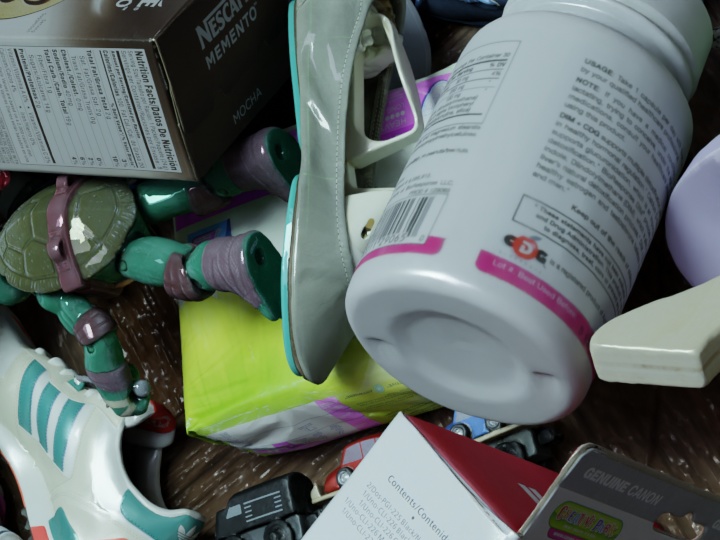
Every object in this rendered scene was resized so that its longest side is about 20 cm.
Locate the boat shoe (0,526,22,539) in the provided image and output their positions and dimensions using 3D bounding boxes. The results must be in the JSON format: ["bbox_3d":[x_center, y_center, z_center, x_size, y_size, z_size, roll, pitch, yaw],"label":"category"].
[{"bbox_3d":[-0.158,0.227,1.257,0.067,0.074,0.201,-9,90,23],"label":"boat shoe"}]

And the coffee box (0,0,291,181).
[{"bbox_3d":[-0.145,-0.109,1.211,0.199,0.080,0.113,4,36,29],"label":"coffee box"}]

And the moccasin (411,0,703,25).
[{"bbox_3d":[0.079,-0.165,1.222,0.199,0.068,0.081,4,78,38],"label":"moccasin"}]

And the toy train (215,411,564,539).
[{"bbox_3d":[0.010,0.102,1.203,0.199,0.034,0.046,-22,69,28],"label":"toy train"}]

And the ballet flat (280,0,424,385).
[{"bbox_3d":[-0.002,-0.047,1.162,0.063,0.067,0.201,-5,71,15],"label":"ballet flat"}]

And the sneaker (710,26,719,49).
[{"bbox_3d":[0.203,-0.105,1.125,0.088,0.077,0.201,-28,54,39],"label":"sneaker"}]

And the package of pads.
[{"bbox_3d":[0.000,0.000,1.225,0.199,0.068,0.155,-19,64,30],"label":"package of pads"}]

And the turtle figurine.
[{"bbox_3d":[-0.121,-0.006,1.218,0.199,0.101,0.150,-13,68,31],"label":"turtle figurine"}]

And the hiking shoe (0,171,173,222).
[{"bbox_3d":[-0.101,-0.069,1.331,0.200,0.074,0.087,-39,83,16],"label":"hiking shoe"}]

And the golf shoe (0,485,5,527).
[{"bbox_3d":[-0.228,0.111,1.355,0.091,0.075,0.201,-2,81,26],"label":"golf shoe"}]

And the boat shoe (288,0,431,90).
[{"bbox_3d":[-0.046,-0.155,1.258,0.200,0.065,0.074,44,84,-8],"label":"boat shoe"}]

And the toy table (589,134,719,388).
[{"bbox_3d":[0.201,0.009,1.013,0.199,0.184,0.117,-10,28,39],"label":"toy table"}]

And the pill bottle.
[{"bbox_3d":[0.081,-0.042,1.103,0.113,0.113,0.200,4,56,36],"label":"pill bottle"}]

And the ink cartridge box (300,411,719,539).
[{"bbox_3d":[0.069,0.137,1.047,0.176,0.200,0.084,-52,52,10],"label":"ink cartridge box"}]

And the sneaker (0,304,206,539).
[{"bbox_3d":[-0.144,0.082,1.305,0.093,0.070,0.200,-36,60,12],"label":"sneaker"}]
